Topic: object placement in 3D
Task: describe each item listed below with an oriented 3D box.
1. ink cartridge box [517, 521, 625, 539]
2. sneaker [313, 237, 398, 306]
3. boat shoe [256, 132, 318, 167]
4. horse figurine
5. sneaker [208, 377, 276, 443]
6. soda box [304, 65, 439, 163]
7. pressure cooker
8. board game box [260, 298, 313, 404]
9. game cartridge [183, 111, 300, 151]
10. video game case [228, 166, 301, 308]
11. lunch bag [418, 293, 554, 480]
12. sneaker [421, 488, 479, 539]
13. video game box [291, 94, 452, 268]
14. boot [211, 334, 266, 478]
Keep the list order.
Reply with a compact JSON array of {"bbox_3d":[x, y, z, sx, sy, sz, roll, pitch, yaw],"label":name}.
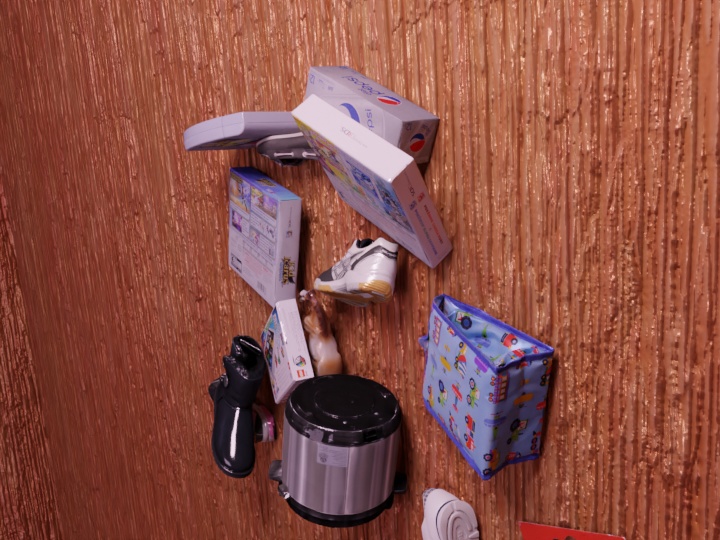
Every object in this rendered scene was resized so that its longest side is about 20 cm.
[{"bbox_3d":[0.257,0.408,0.871,0.162,0.050,0.202,-13,93,52],"label":"ink cartridge box"},{"bbox_3d":[0.000,0.000,1.067,0.199,0.075,0.089,-8,64,61],"label":"sneaker"},{"bbox_3d":[-0.093,-0.177,1.119,0.199,0.066,0.058,-1,96,48],"label":"boat shoe"},{"bbox_3d":[-0.069,0.121,1.177,0.132,0.049,0.202,4,105,64],"label":"horse figurine"},{"bbox_3d":[-0.248,0.269,1.431,0.199,0.086,0.081,25,118,46],"label":"sneaker"},{"bbox_3d":[0.009,-0.208,0.981,0.200,0.068,0.064,39,129,37],"label":"soda box"},{"bbox_3d":[-0.034,0.275,1.091,0.175,0.178,0.202,24,118,42],"label":"pressure cooker"},{"bbox_3d":[-0.124,0.137,1.217,0.200,0.034,0.127,127,131,-66],"label":"board game box"},{"bbox_3d":[-0.195,-0.219,1.180,0.199,0.132,0.041,-1,93,52],"label":"game cartridge"},{"bbox_3d":[-0.163,-0.060,1.239,0.200,0.045,0.183,35,128,51],"label":"video game case"},{"bbox_3d":[0.132,0.132,0.925,0.200,0.093,0.152,35,130,52],"label":"lunch bag"},{"bbox_3d":[0.125,0.403,1.028,0.080,0.076,0.202,6,101,62],"label":"sneaker"},{"bbox_3d":[0.016,-0.113,0.938,0.200,0.047,0.182,40,171,37],"label":"video game box"},{"bbox_3d":[-0.211,0.233,1.295,0.201,0.076,0.169,-106,29,-42],"label":"boot"}]
